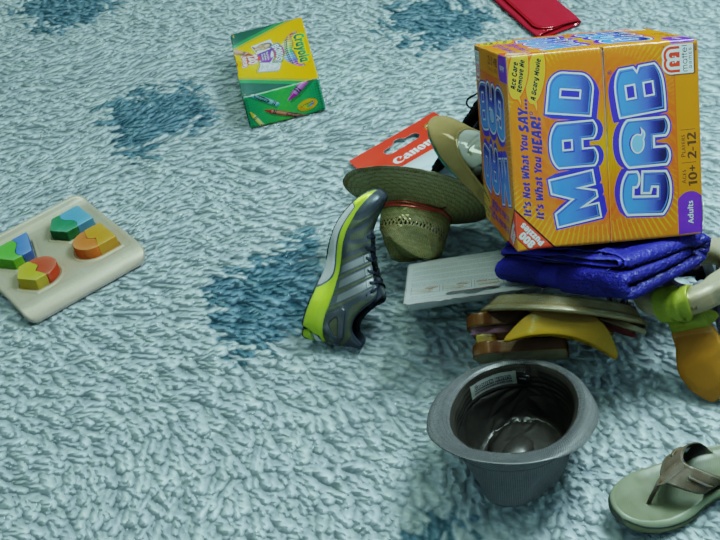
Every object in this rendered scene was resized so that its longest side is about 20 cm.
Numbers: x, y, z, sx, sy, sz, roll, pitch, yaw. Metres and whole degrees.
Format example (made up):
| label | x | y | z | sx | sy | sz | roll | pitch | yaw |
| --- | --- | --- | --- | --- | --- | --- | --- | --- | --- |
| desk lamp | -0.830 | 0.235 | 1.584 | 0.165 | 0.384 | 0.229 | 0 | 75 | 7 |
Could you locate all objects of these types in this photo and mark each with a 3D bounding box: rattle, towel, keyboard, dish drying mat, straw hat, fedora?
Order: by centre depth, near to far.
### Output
| label | x | y | z | sx | sy | sz | roll | pitch | yaw |
| --- | --- | --- | --- | --- | --- | --- | --- | --- | --- |
| fedora | 0.159 | 0.177 | 1.525 | 0.175 | 0.091 | 0.200 | -1 | 29 | 11 |
| towel | 0.257 | -0.022 | 1.579 | 0.147 | 0.050 | 0.199 | -25 | 21 | -33 |
| rattle | 0.373 | 0.023 | 1.628 | 0.130 | 0.143 | 0.200 | -37 | 19 | 15 |
| straw hat | 0.067 | -0.053 | 1.813 | 0.199 | 0.201 | 0.086 | 5 | 74 | 22 |
| keyboard | 0.139 | -0.199 | 1.861 | 0.040 | 0.200 | 0.104 | 47 | 60 | 6 |
| dish drying mat | 0.264 | -0.419 | 2.304 | 0.076 | 0.018 | 0.200 | -21 | 38 | -12 |

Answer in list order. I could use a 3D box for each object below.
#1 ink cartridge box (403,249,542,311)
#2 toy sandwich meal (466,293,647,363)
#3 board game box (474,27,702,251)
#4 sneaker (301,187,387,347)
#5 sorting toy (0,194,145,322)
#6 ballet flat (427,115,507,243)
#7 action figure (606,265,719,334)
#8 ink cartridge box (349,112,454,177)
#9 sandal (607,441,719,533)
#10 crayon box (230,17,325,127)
| label | x | y | z | sx | sy | sz | roll | pitch | yaw |
| --- | --- | --- | --- | --- | --- | --- | --- | --- | --- |
| ink cartridge box | 0.132 | 0.023 | 1.703 | 0.159 | 0.051 | 0.200 | -8 | 15 | 5 |
| toy sandwich meal | 0.215 | 0.071 | 1.622 | 0.203 | 0.205 | 0.071 | 3 | 83 | 19 |
| board game box | 0.240 | -0.147 | 1.579 | 0.198 | 0.202 | 0.200 | -6 | 13 | -4 |
| sneaker | 0.000 | 0.000 | 1.750 | 0.080 | 0.202 | 0.074 | 22 | 11 | 16 |
| sorting toy | -0.413 | -0.025 | 1.991 | 0.184 | 0.037 | 0.200 | -31 | 41 | -22 |
| ballet flat | 0.157 | -0.112 | 1.728 | 0.068 | 0.063 | 0.201 | -35 | 87 | -39 |
| action figure | 0.347 | 0.005 | 1.712 | 0.199 | 0.070 | 0.130 | 20 | 55 | 40 |
| ink cartridge box | 0.099 | -0.159 | 2.001 | 0.159 | 0.048 | 0.200 | -31 | 44 | -21 |
| sandal | 0.337 | 0.199 | 1.474 | 0.199 | 0.058 | 0.080 | -21 | 38 | -10 |
| crayon box | -0.127 | -0.303 | 2.238 | 0.118 | 0.059 | 0.201 | -14 | 38 | -1 |
